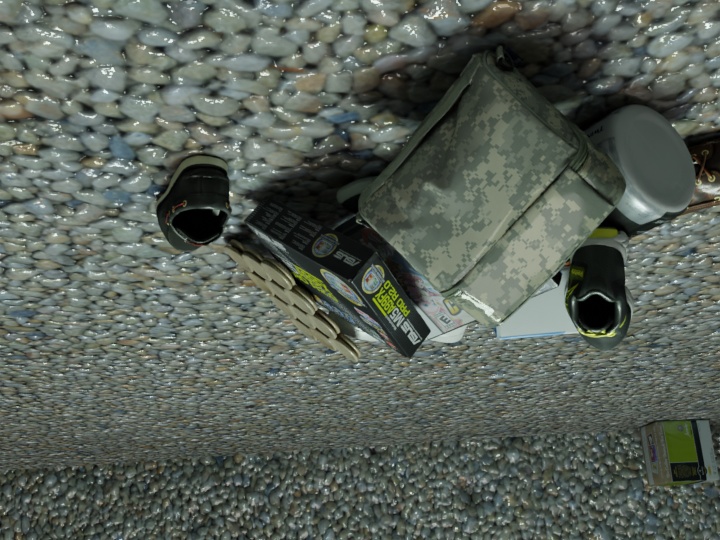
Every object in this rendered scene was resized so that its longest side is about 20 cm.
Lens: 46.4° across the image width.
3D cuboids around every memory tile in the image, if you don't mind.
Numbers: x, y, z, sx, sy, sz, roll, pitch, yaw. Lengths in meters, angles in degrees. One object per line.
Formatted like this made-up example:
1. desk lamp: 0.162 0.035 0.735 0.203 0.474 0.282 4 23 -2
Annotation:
1. memory tile: -0.088 0.039 1.104 0.153 0.017 0.200 19 154 53

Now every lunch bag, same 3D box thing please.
1. lunch bag: 0.113 -0.078 0.762 0.167 0.140 0.200 34 114 -21

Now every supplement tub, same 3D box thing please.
1. supplement tub: 0.237 -0.079 0.890 0.122 0.123 0.200 9 157 -31

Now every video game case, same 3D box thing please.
1. video game case: 0.089 -0.015 0.932 0.181 0.026 0.199 45 136 -18

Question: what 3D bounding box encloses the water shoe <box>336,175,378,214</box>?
1. water shoe: 0.059 -0.053 0.991 0.199 0.080 0.071 14 154 -37

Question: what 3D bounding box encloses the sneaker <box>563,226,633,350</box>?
1. sneaker: 0.243 0.039 0.877 0.074 0.085 0.200 2 147 22

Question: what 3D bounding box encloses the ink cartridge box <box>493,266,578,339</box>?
1. ink cartridge box: 0.231 0.012 1.057 0.145 0.087 0.200 -6 -164 4

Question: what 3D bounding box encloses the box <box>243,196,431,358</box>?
1. box: -0.027 0.007 0.970 0.199 0.044 0.160 28 163 42

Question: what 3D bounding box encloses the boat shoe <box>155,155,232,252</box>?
1. boat shoe: -0.193 -0.060 0.963 0.073 0.064 0.201 2 161 -20

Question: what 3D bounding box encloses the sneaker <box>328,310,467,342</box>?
1. sneaker: 0.062 0.036 1.120 0.198 0.074 0.116 3 139 -17

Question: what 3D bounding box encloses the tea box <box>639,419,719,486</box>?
1. tea box: 1.068 0.614 2.826 0.195 0.201 0.134 1 160 -8

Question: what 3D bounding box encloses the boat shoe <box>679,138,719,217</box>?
1. boat shoe: 0.375 -0.101 0.924 0.070 0.071 0.200 5 159 -32
